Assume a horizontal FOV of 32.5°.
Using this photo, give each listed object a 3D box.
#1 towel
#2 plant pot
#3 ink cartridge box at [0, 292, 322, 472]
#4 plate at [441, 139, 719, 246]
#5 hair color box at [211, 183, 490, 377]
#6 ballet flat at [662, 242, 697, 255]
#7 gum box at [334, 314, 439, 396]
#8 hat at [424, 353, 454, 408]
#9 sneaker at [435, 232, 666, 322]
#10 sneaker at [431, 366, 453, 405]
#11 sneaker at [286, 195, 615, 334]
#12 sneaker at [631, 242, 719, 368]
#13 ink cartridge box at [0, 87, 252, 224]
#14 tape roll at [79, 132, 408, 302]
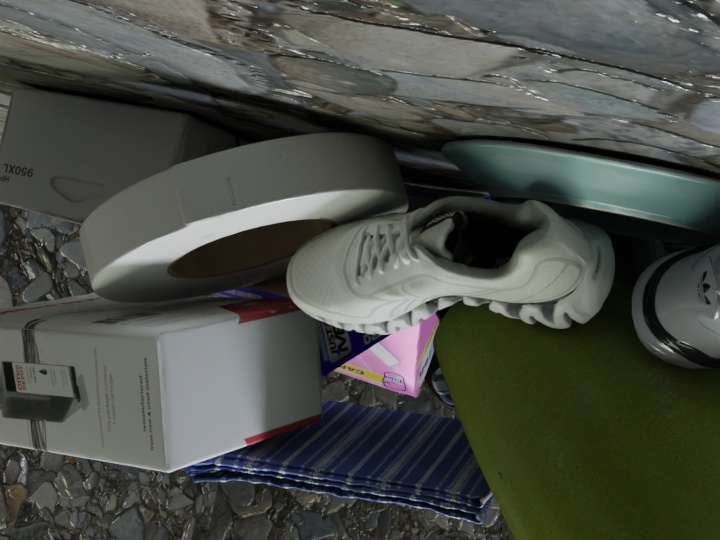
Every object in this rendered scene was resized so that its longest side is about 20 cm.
[{"bbox_3d":[0.000,0.120,0.812,0.198,0.024,0.145,7,-167,16],"label":"towel"},{"bbox_3d":[0.138,0.088,0.720,0.200,0.187,0.187,49,-164,23],"label":"plant pot"},{"bbox_3d":[-0.145,0.065,0.801,0.199,0.084,0.146,1,-173,38],"label":"ink cartridge box"},{"bbox_3d":[0.139,-0.038,0.678,0.198,0.026,0.200,12,-179,0],"label":"plate"},{"bbox_3d":[0.000,0.000,0.909,0.109,0.065,0.199,11,-148,45],"label":"hair color box"},{"bbox_3d":[0.195,-0.006,0.850,0.065,0.071,0.199,-9,-165,-33],"label":"ballet flat"},{"bbox_3d":[-0.033,0.024,1.066,0.198,0.066,0.114,16,140,13],"label":"gum box"},{"bbox_3d":[0.117,0.032,1.119,0.199,0.202,0.081,11,164,42],"label":"hat"},{"bbox_3d":[0.123,0.015,0.827,0.084,0.075,0.200,-20,178,-30],"label":"sneaker"},{"bbox_3d":[0.159,0.108,0.868,0.200,0.148,0.077,-13,-173,7],"label":"sneaker"},{"bbox_3d":[0.036,-0.009,0.684,0.198,0.076,0.081,-5,160,32],"label":"sneaker"},{"bbox_3d":[0.245,0.012,0.612,0.198,0.076,0.115,-2,171,-10],"label":"sneaker"},{"bbox_3d":[-0.148,-0.065,0.902,0.143,0.085,0.200,10,178,20],"label":"ink cartridge box"},{"bbox_3d":[-0.069,-0.028,0.746,0.201,0.037,0.203,-15,169,-3],"label":"tape roll"}]
